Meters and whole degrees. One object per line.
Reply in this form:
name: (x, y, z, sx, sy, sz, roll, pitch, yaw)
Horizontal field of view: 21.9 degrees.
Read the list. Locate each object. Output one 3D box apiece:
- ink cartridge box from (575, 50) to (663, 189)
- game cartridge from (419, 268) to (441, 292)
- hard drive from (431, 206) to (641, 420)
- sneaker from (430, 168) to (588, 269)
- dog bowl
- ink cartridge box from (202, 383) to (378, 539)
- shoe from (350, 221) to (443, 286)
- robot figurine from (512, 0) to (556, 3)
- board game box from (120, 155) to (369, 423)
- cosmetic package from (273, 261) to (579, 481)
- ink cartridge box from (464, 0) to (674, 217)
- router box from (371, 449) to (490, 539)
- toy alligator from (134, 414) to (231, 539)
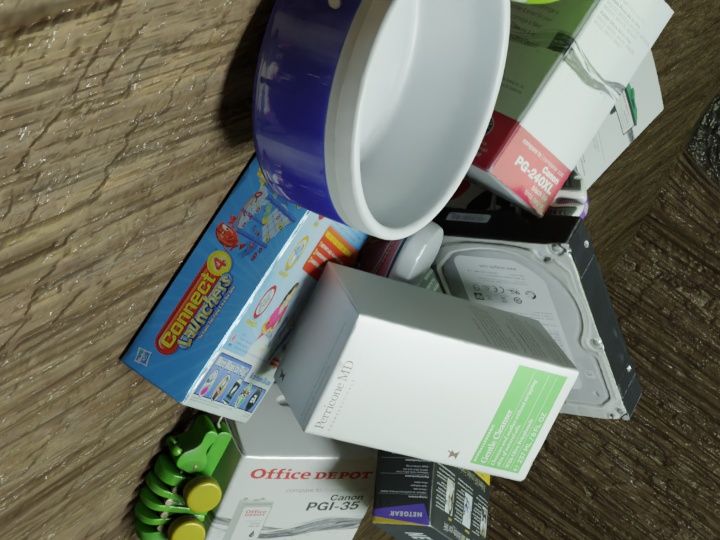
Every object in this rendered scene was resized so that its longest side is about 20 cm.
ink cartridge box: (0.168, -0.140, 1.680, 0.200, 0.145, 0.085, -44, 123, -49)
game cartridge: (0.021, 0.040, 1.637, 0.201, 0.133, 0.040, -54, -160, -12)
hard drive: (0.140, 0.037, 1.514, 0.038, 0.139, 0.201, -57, 139, -35)
sneaker: (0.115, -0.044, 1.557, 0.199, 0.083, 0.081, -12, -123, 44)
dog bowl: (0.016, -0.126, 1.188, 0.200, 0.078, 0.202, -44, 144, -44)
ink cartridge box: (-0.078, 0.196, 1.585, 0.145, 0.083, 0.201, 3, 131, -27)
shoe: (0.000, 0.000, 1.501, 0.072, 0.091, 0.200, -52, 173, -27)
robot figurine: (0.133, -0.258, 1.318, 0.174, 0.117, 0.200, -19, -164, 26)
board game box: (-0.073, 0.009, 1.358, 0.197, 0.056, 0.200, -57, 168, -2)
cosmetic package: (0.049, 0.078, 1.402, 0.108, 0.198, 0.085, -66, -150, 20)
ink cartridge box: (0.136, -0.165, 1.490, 0.083, 0.145, 0.201, 36, 87, -39)
router box: (0.066, 0.153, 1.569, 0.200, 0.052, 0.159, 47, 46, -66)
toy alligator: (-0.141, 0.157, 1.486, 0.054, 0.059, 0.202, 9, 116, -29)
